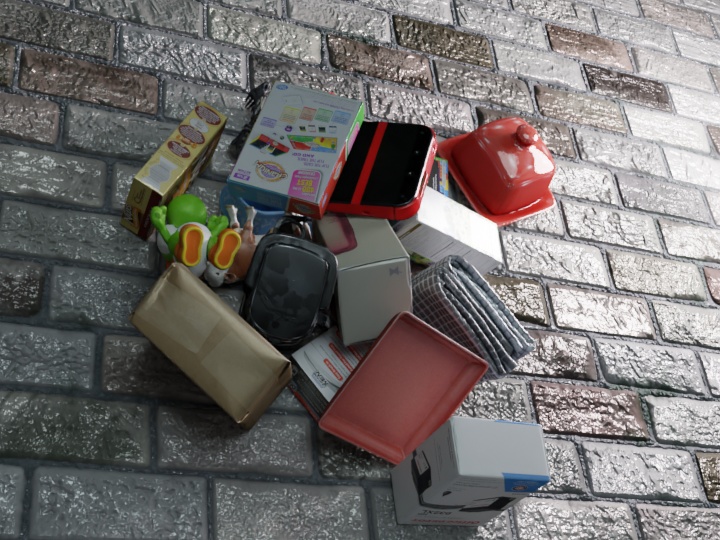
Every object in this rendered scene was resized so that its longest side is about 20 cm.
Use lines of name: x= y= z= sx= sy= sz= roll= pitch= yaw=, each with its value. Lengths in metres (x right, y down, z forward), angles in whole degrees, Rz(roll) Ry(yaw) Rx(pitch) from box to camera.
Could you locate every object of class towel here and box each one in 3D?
towel: x=0.145 y=0.089 z=1.514 sx=0.201 sy=0.165 sz=0.085 roll=51 pitch=56 yaw=-2

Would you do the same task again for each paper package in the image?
paper package: x=-0.194 y=0.106 z=1.329 sx=0.199 sy=0.191 sz=0.104 roll=41 pitch=79 yaw=6

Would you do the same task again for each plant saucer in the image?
plant saucer: x=0.058 y=0.166 z=1.404 sx=0.199 sy=0.201 sz=0.037 roll=32 pitch=9 yaw=-38

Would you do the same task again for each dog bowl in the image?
dog bowl: x=-0.128 y=-0.117 z=1.611 sx=0.197 sy=0.050 sz=0.113 roll=-3 pitch=60 yaw=-28

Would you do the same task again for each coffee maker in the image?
coffee maker: x=-0.108 y=0.006 z=1.385 sx=0.132 sy=0.200 sz=0.196 roll=-6 pitch=84 yaw=-11

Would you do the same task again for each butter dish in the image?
butter dish: x=0.273 y=-0.207 z=1.812 sx=0.197 sy=0.148 sz=0.202 roll=-18 pitch=67 yaw=-35

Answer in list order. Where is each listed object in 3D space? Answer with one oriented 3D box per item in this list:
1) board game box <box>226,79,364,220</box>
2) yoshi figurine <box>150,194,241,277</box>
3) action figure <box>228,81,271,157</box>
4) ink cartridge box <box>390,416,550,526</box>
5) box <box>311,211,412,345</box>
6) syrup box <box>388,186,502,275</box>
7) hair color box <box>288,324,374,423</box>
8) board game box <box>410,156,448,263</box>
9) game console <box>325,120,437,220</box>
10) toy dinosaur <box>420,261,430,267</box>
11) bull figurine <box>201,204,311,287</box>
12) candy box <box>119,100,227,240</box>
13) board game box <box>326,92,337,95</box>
board game box: x=-0.096 y=-0.186 z=1.510 sx=0.150 sy=0.041 sz=0.202 roll=16 pitch=62 yaw=12
yoshi figurine: x=-0.242 y=-0.061 z=1.419 sx=0.111 sy=0.199 sz=0.113 roll=-37 pitch=112 yaw=-18
action figure: x=-0.150 y=-0.222 z=1.642 sx=0.117 sy=0.103 sz=0.202 roll=18 pitch=36 yaw=-17
ink cartridge box: x=0.148 y=0.284 z=1.378 sx=0.143 sy=0.200 sz=0.085 roll=7 pitch=57 yaw=-22
box: x=0.000 y=0.000 z=1.479 sx=0.107 sy=0.130 sz=0.201 roll=-10 pitch=28 yaw=-9
syrup box: x=0.131 y=-0.059 z=1.591 sx=0.198 sy=0.081 sz=0.080 roll=23 pitch=49 yaw=-34
hair color box: x=-0.012 y=0.135 z=1.489 sx=0.199 sy=0.064 sz=0.111 roll=-31 pitch=75 yaw=-40
board game box: x=0.069 y=-0.118 z=1.708 sx=0.163 sy=0.057 sz=0.203 roll=14 pitch=54 yaw=-16
game console: x=0.021 y=-0.160 z=1.543 sx=0.174 sy=0.031 sz=0.202 roll=5 pitch=48 yaw=16
toy dinosaur: x=0.115 y=0.044 z=1.632 sx=0.197 sy=0.060 sz=0.108 roll=17 pitch=80 yaw=-11
bull figurine: x=-0.158 y=-0.035 z=1.517 sx=0.197 sy=0.065 sz=0.124 roll=2 pitch=93 yaw=-34
candy box: x=-0.284 y=-0.154 z=1.515 sx=0.055 sy=0.116 sz=0.201 roll=33 pitch=50 yaw=-2
board game box: x=-0.068 y=-0.254 z=1.652 sx=0.096 sy=0.030 sz=0.199 roll=46 pitch=31 yaw=14
